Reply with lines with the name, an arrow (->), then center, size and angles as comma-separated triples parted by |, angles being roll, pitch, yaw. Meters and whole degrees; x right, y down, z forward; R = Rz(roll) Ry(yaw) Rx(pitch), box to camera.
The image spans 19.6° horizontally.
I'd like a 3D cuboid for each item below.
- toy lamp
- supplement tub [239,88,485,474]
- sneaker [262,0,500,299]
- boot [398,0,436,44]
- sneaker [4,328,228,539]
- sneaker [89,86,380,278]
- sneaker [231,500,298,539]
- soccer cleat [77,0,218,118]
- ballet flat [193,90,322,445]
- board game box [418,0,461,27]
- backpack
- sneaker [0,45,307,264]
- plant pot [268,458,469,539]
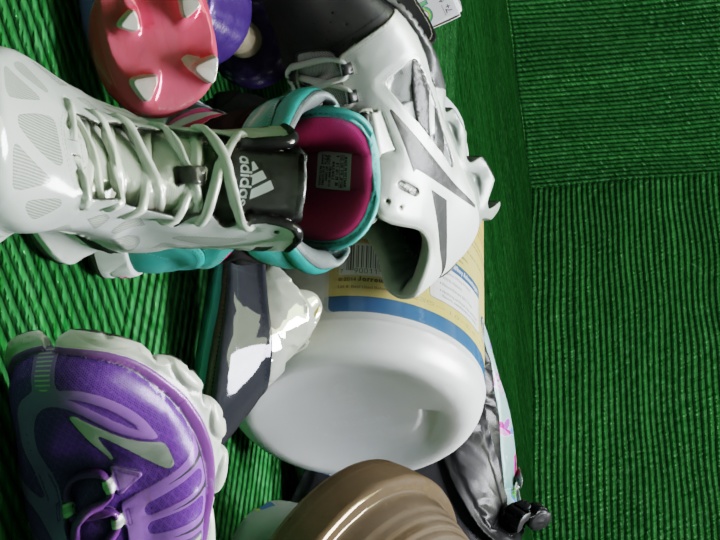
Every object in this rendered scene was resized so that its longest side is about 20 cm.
toy lamp -> -0.072, -0.126, 1.071 | 0.200, 0.058, 0.059 | -1, 87, -81
supplement tub -> 0.000, 0.000, 1.195 | 0.145, 0.144, 0.201 | 74, 15, -54
sneaker -> 0.001, -0.068, 1.055 | 0.200, 0.074, 0.089 | 55, 53, -31
boot -> 0.016, -0.223, 1.166 | 0.200, 0.150, 0.073 | 53, 24, -13
sneaker -> -0.090, 0.109, 0.783 | 0.084, 0.080, 0.201 | -73, 159, -52
sneaker -> -0.049, -0.046, 0.967 | 0.200, 0.120, 0.084 | -66, 152, -74
sneaker -> -0.039, 0.165, 1.174 | 0.200, 0.075, 0.105 | 71, -4, -51
soccer cleat -> -0.106, -0.163, 0.894 | 0.076, 0.066, 0.201 | 18, -58, 66
ballet flat -> -0.053, -0.001, 1.077 | 0.073, 0.073, 0.201 | 67, 20, -65
board game box -> 0.009, -0.249, 1.321 | 0.126, 0.034, 0.201 | -76, 141, -81
backpack -> 0.021, 0.100, 1.333 | 0.127, 0.166, 0.201 | 135, -50, -75
sneaker -> -0.081, -0.046, 0.771 | 0.200, 0.115, 0.076 | 31, 56, -79
plant pot -> 0.014, 0.207, 1.074 | 0.201, 0.092, 0.202 | -36, 137, -44
